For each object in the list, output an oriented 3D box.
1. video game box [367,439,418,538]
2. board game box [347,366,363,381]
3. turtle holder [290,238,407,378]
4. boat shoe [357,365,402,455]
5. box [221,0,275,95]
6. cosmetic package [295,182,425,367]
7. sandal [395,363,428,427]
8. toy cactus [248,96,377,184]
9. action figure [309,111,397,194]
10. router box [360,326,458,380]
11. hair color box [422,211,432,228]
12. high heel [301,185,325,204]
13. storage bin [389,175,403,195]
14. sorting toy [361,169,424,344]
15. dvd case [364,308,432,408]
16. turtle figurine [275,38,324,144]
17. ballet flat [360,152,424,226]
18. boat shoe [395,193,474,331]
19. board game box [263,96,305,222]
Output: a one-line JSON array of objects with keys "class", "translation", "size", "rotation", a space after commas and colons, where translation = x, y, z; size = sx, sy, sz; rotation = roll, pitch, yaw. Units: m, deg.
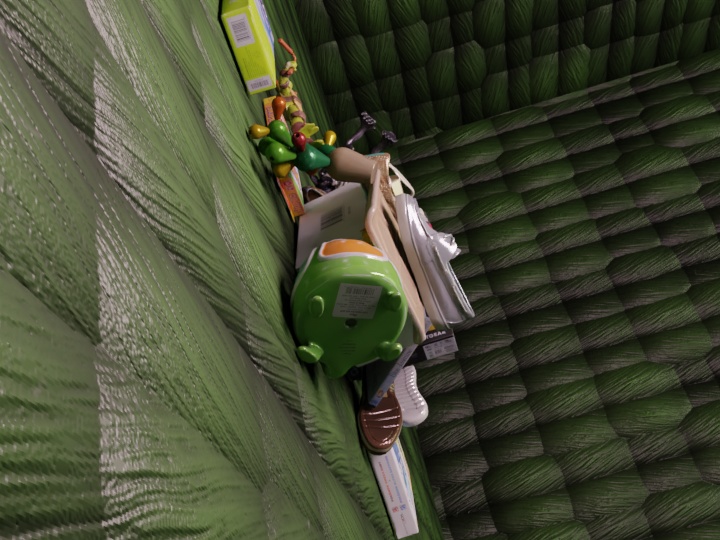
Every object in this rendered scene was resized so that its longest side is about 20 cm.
[{"class": "video game box", "translation": [0.054, 0.349, 1.420], "size": [0.200, 0.047, 0.183], "rotation": [-95, 170, -73]}, {"class": "board game box", "translation": [-0.035, 0.077, 1.372], "size": [0.135, 0.028, 0.201], "rotation": [-94, 168, -73]}, {"class": "turtle holder", "translation": [-0.012, 0.045, 0.958], "size": [0.132, 0.141, 0.186], "rotation": [-104, 174, -50]}, {"class": "boat shoe", "translation": [0.031, 0.246, 1.335], "size": [0.203, 0.074, 0.075], "rotation": [-84, -177, -56]}, {"class": "box", "translation": [-0.163, -0.355, 1.154], "size": [0.200, 0.048, 0.122], "rotation": [-102, 175, -55]}, {"class": "cosmetic package", "translation": [0.000, 0.000, 1.200], "size": [0.200, 0.123, 0.200], "rotation": [59, 14, -27]}, {"class": "sandal", "translation": [0.074, 0.231, 1.435], "size": [0.203, 0.082, 0.050], "rotation": [-107, 178, -65]}, {"class": "toy cactus", "translation": [-0.056, -0.160, 1.057], "size": [0.200, 0.165, 0.103], "rotation": [5, 101, -80]}, {"class": "action figure", "translation": [-0.032, -0.174, 1.345], "size": [0.119, 0.200, 0.102], "rotation": [45, 20, 16]}, {"class": "router box", "translation": [0.072, 0.111, 1.508], "size": [0.157, 0.199, 0.052], "rotation": [-104, 174, -47]}, {"class": "hair color box", "translation": [0.102, -0.009, 1.394], "size": [0.099, 0.061, 0.200], "rotation": [2, 60, -46]}, {"class": "high heel", "translation": [-0.025, -0.061, 1.309], "size": [0.200, 0.071, 0.143], "rotation": [35, -14, 16]}, {"class": "storage bin", "translation": [0.009, -0.074, 1.541], "size": [0.198, 0.094, 0.201], "rotation": [1, -66, 48]}, {"class": "sorting toy", "translation": [0.043, -0.021, 1.071], "size": [0.185, 0.036, 0.200], "rotation": [-82, 152, -66]}, {"class": "dvd case", "translation": [0.060, 0.111, 1.297], "size": [0.200, 0.018, 0.143], "rotation": [-59, -162, 26]}, {"class": "turtle figurine", "translation": [-0.119, -0.287, 1.361], "size": [0.200, 0.064, 0.162], "rotation": [89, -21, -59]}, {"class": "ballet flat", "translation": [0.058, -0.090, 1.177], "size": [0.200, 0.065, 0.071], "rotation": [60, 13, -30]}, {"class": "boat shoe", "translation": [0.106, -0.017, 1.087], "size": [0.070, 0.071, 0.201], "rotation": [-42, 112, -78]}, {"class": "board game box", "translation": [-0.119, -0.175, 1.230], "size": [0.096, 0.030, 0.200], "rotation": [70, 8, -50]}]
